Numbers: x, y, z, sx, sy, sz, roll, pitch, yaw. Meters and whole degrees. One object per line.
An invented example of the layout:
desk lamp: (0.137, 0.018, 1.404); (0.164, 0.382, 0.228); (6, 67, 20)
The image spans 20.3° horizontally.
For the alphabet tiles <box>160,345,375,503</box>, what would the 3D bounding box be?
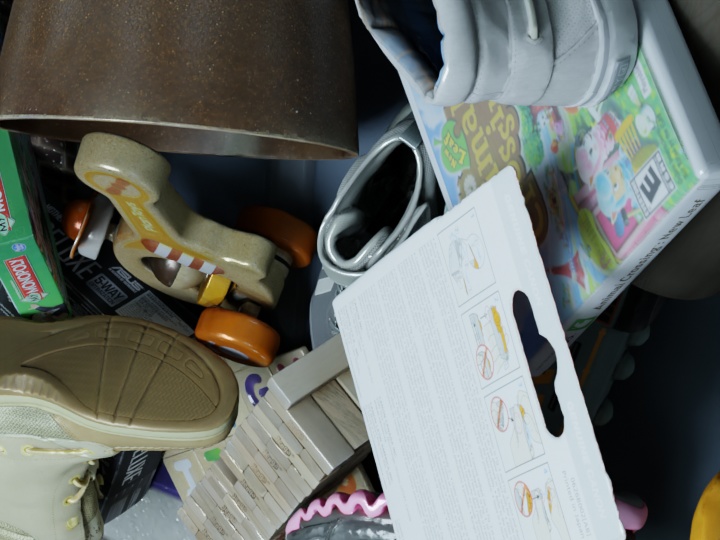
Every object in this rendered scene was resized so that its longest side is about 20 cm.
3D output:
alphabet tiles: (-0.055, 0.124, 1.181); (0.166, 0.006, 0.201); (-22, 95, 48)

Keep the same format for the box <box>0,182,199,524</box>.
box: (-0.195, 0.037, 1.220); (0.200, 0.050, 0.158); (40, 134, 17)

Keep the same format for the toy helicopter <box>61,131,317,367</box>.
toy helicopter: (-0.109, -0.026, 1.053); (0.131, 0.200, 0.079); (15, 73, 18)

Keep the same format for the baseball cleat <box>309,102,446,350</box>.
baseball cleat: (0.000, 0.000, 1.043); (0.069, 0.106, 0.201); (28, 124, 17)

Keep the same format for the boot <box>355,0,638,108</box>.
boot: (0.035, -0.151, 0.824); (0.201, 0.095, 0.074); (67, 148, 31)

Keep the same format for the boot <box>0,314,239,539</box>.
boot: (-0.153, 0.101, 1.131); (0.198, 0.073, 0.156); (4, 137, 13)

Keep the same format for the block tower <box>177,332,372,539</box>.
block tower: (-0.042, 0.107, 1.089); (0.058, 0.054, 0.200); (50, 148, 11)

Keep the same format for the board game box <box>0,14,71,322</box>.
board game box: (-0.203, -0.083, 1.107); (0.135, 0.029, 0.201); (89, 165, -70)

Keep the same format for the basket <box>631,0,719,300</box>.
basket: (0.175, -0.089, 0.868); (0.179, 0.137, 0.200); (26, 134, -10)

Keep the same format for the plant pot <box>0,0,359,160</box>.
plant pot: (-0.084, -0.164, 1.004); (0.186, 0.186, 0.202); (4, 89, 34)

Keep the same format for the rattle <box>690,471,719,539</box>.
rattle: (0.135, 0.201, 1.056); (0.144, 0.129, 0.200); (69, 156, 6)

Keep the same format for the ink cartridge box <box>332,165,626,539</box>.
ink cartridge box: (0.061, 0.056, 0.891); (0.200, 0.050, 0.163); (-36, 67, 59)

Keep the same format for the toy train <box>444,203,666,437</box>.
toy train: (0.088, 0.022, 1.010); (0.113, 0.085, 0.201); (27, 122, 13)

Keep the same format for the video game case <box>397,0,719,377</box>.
video game case: (0.078, -0.081, 0.882); (0.182, 0.022, 0.201); (-53, 50, 53)

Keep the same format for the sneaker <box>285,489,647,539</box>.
sneaker: (0.049, 0.156, 1.014); (0.199, 0.079, 0.096); (-4, 85, 30)
